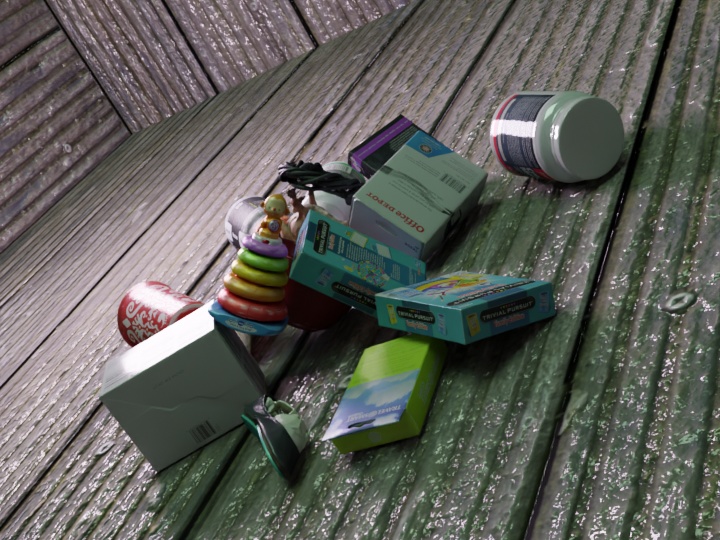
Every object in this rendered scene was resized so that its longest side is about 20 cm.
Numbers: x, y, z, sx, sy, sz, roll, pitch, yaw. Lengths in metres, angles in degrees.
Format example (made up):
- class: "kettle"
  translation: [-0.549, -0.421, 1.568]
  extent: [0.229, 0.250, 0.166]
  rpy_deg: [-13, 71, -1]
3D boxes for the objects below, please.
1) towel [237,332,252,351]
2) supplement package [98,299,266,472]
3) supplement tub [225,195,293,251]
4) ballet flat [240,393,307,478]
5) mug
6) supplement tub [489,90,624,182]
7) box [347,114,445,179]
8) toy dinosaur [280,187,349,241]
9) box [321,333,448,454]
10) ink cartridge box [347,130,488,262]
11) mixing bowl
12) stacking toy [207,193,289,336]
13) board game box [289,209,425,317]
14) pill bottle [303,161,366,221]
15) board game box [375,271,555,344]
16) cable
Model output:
- class: "towel"
  translation: [-0.193, 0.069, 1.771]
  extent: [0.036, 0.150, 0.200]
  rpy_deg: [8, 21, -6]
- class: "supplement package"
  translation: [-0.263, 0.173, 1.586]
  extent: [0.199, 0.157, 0.111]
  rpy_deg: [-30, 23, 5]
- class: "supplement tub"
  translation: [-0.189, -0.075, 2.076]
  extent: [0.122, 0.123, 0.200]
  rpy_deg: [-35, 21, -10]
- class: "ballet flat"
  translation: [-0.110, 0.213, 1.417]
  extent: [0.073, 0.074, 0.200]
  rpy_deg: [-35, 19, -9]
- class: "mug"
  translation: [-0.342, 0.120, 1.910]
  extent: [0.132, 0.180, 0.199]
  rpy_deg: [-1, 7, -35]
- class: "supplement tub"
  translation: [0.308, -0.214, 1.673]
  extent: [0.140, 0.141, 0.200]
  rpy_deg: [-37, 21, -14]
- class: "box"
  translation: [0.095, -0.180, 1.861]
  extent: [0.199, 0.036, 0.143]
  rpy_deg: [38, 58, 24]
- class: "toy dinosaur"
  translation: [-0.096, -0.066, 1.833]
  extent: [0.085, 0.137, 0.199]
  rpy_deg: [-16, -7, -35]
- class: "box"
  translation: [0.035, 0.159, 1.357]
  extent: [0.121, 0.048, 0.201]
  rpy_deg: [-20, 23, 28]
- class: "ink cartridge box"
  translation: [0.094, -0.115, 1.732]
  extent: [0.200, 0.144, 0.084]
  rpy_deg: [-46, -18, -33]
- class: "mixing bowl"
  translation: [-0.092, 0.028, 1.672]
  extent: [0.110, 0.198, 0.200]
  rpy_deg: [-67, 21, 7]
- class: "stacking toy"
  translation: [-0.142, -0.014, 1.538]
  extent: [0.115, 0.202, 0.110]
  rpy_deg: [16, 11, 2]
- class: "board game box"
  translation: [0.000, 0.000, 1.554]
  extent: [0.047, 0.198, 0.151]
  rpy_deg: [-61, 10, 25]
- class: "pill bottle"
  translation: [-0.056, -0.117, 1.998]
  extent: [0.112, 0.114, 0.201]
  rpy_deg: [-22, 23, 23]
- class: "board game box"
  translation: [0.135, 0.045, 1.397]
  extent: [0.150, 0.048, 0.199]
  rpy_deg: [-15, 11, -30]
- class: "cable"
  translation: [-0.061, -0.159, 1.806]
  extent: [0.163, 0.198, 0.051]
  rpy_deg: [34, 108, 45]
